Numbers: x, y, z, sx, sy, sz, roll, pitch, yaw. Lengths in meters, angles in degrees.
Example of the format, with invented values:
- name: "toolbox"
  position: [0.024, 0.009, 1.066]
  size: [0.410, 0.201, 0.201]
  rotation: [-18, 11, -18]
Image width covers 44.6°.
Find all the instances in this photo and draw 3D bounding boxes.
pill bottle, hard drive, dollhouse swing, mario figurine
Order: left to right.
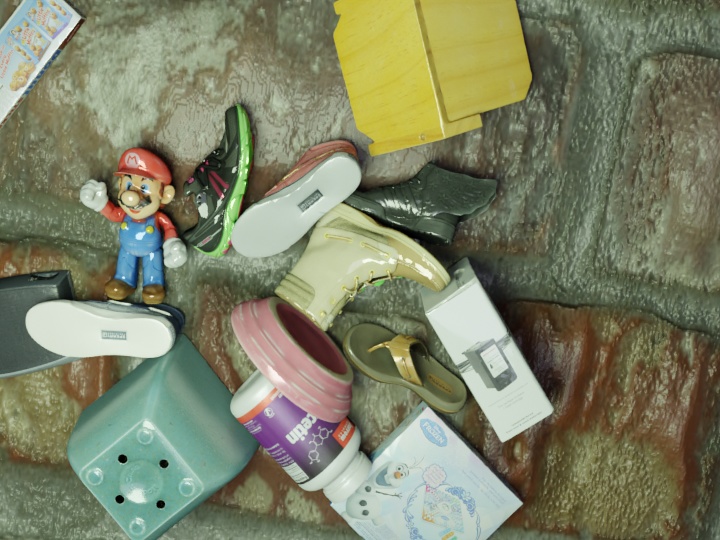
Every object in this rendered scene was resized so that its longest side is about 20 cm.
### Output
- name: "hard drive"
  position: [-0.483, 0.081, 1.198]
  size: [0.195, 0.042, 0.138]
  rotation: [-11, 100, 1]
- name: "mario figurine"
  position: [-0.296, -0.057, 1.144]
  size: [0.121, 0.105, 0.205]
  rotation: [-5, 109, -32]
- name: "pill bottle"
  position: [-0.076, 0.216, 1.192]
  size: [0.112, 0.113, 0.200]
  rotation: [-42, 98, 6]
- name: "dollhouse swing"
  position: [0.097, -0.281, 1.153]
  size: [0.179, 0.175, 0.204]
  rotation: [-7, 103, 42]

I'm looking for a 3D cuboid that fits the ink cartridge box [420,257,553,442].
- name: "ink cartridge box"
  position: [0.161, 0.099, 1.160]
  size: [0.082, 0.145, 0.202]
  rotation: [-31, 99, 7]

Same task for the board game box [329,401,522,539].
- name: "board game box"
  position: [0.093, 0.325, 1.248]
  size: [0.199, 0.043, 0.200]
  rotation: [-44, 97, 6]

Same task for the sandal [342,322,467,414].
- name: "sandal"
  position: [0.069, 0.125, 1.192]
  size: [0.197, 0.081, 0.054]
  rotation: [30, 138, -10]

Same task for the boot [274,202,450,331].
- name: "boot"
  position: [0.001, 0.016, 1.128]
  size: [0.197, 0.073, 0.157]
  rotation: [29, 75, 17]

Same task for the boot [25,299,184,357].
- name: "boot"
  position: [-0.338, 0.074, 1.177]
  size: [0.195, 0.090, 0.075]
  rotation: [10, 102, 0]

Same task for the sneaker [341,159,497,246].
- name: "sneaker"
  position: [0.076, -0.100, 1.170]
  size: [0.196, 0.060, 0.106]
  rotation: [19, 78, 12]

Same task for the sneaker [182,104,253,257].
- name: "sneaker"
  position: [-0.189, -0.120, 1.153]
  size: [0.082, 0.077, 0.205]
  rotation: [14, 98, -7]

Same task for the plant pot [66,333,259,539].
- name: "plant pot"
  position: [-0.264, 0.239, 1.149]
  size: [0.195, 0.200, 0.197]
  rotation: [-38, 99, 6]

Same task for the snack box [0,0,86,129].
- name: "snack box"
  position: [-0.449, -0.276, 1.148]
  size: [0.072, 0.024, 0.201]
  rotation: [40, 97, -6]

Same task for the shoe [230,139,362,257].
- name: "shoe"
  position: [-0.083, -0.096, 1.154]
  size: [0.198, 0.091, 0.072]
  rotation: [-34, 111, 12]

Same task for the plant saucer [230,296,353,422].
- name: "plant saucer"
  position: [-0.078, 0.104, 1.128]
  size: [0.200, 0.201, 0.051]
  rotation: [44, 100, -8]

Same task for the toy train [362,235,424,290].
- name: "toy train"
  position: [0.000, 0.000, 1.196]
  size: [0.196, 0.042, 0.058]
  rotation: [-20, 89, 2]
